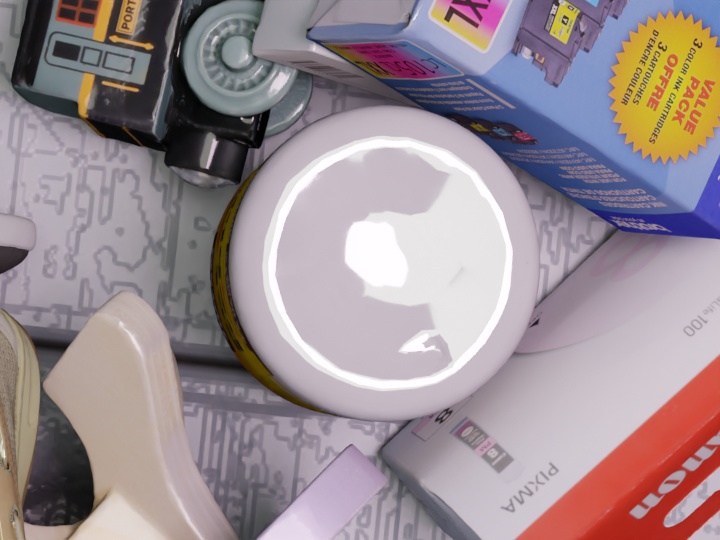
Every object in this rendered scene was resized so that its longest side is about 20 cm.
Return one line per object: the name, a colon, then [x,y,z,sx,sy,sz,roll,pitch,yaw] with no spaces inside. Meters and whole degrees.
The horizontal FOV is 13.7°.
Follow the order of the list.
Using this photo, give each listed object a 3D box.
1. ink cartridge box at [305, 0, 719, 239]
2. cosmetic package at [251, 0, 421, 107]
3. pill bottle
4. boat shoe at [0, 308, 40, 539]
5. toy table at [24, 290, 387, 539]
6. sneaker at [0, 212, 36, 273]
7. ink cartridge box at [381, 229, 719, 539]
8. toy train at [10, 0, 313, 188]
ink cartridge box: [0.097,-0.101,1.107,0.200,0.076,0.137,30,79,-32]
cosmetic package: [0.067,-0.130,1.158,0.199,0.052,0.152,15,84,-32]
pill bottle: [0.000,0.000,1.112,0.109,0.200,0.110,0,88,-6]
boat shoe: [-0.142,0.100,1.009,0.073,0.063,0.202,-2,71,12]
toy table: [-0.090,0.100,1.122,0.117,0.184,0.200,43,118,3]
sneaker: [-0.196,0.029,1.122,0.070,0.200,0.100,-1,97,37]
ink cartridge box: [0.100,0.045,1.120,0.162,0.200,0.057,-42,99,-6]
toy train: [-0.065,-0.136,1.174,0.113,0.085,0.201,12,87,5]
